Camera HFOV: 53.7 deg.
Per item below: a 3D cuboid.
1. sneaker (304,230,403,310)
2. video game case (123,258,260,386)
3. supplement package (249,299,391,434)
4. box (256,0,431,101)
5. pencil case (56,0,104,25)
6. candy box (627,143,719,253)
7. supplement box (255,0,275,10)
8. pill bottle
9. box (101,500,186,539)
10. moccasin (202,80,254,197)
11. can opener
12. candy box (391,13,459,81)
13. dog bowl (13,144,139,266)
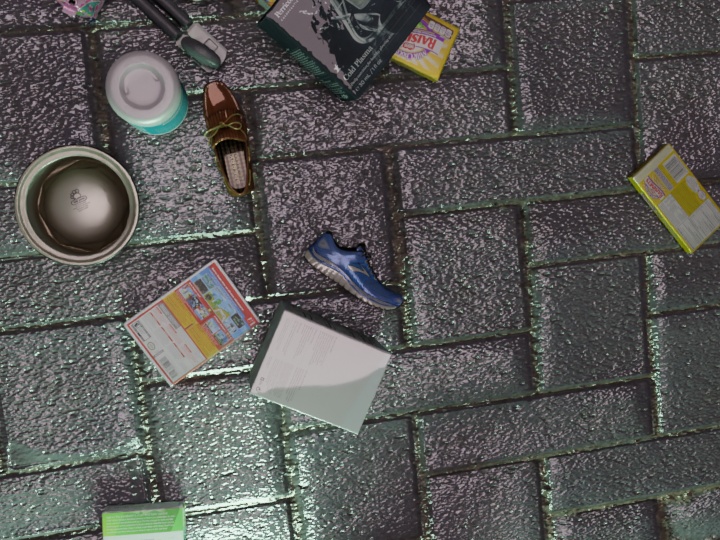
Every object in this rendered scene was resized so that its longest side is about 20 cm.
[{"bbox_3d":[0.000,0.000,1.290,0.200,0.079,0.089,35,91,-10],"label":"sneaker"},{"bbox_3d":[-0.301,0.093,1.281,0.200,0.017,0.143,-36,99,-4],"label":"video game case"},{"bbox_3d":[-0.076,0.165,1.255,0.199,0.151,0.152,23,90,-10],"label":"supplement package"},{"bbox_3d":[-0.029,-0.420,1.173,0.196,0.124,0.200,38,90,-18],"label":"box"},{"bbox_3d":[-0.433,-0.510,1.159,0.087,0.087,0.200,29,101,-10],"label":"pencil case"},{"bbox_3d":[0.626,-0.141,1.403,0.102,0.026,0.200,-42,99,-1],"label":"candy box"},{"bbox_3d":[-0.169,-0.502,1.227,0.200,0.069,0.067,38,91,-13],"label":"supplement box"},{"bbox_3d":[-0.338,-0.280,1.150,0.110,0.200,0.111,-1,94,-8],"label":"pill bottle"},{"bbox_3d":[-0.390,0.524,1.296,0.144,0.036,0.201,-1,96,-9],"label":"box"},{"bbox_3d":[-0.231,-0.227,1.233,0.073,0.078,0.202,-8,96,-8],"label":"moccasin"},{"bbox_3d":[-0.312,-0.421,1.210,0.200,0.067,0.053,42,87,-10],"label":"can opener"},{"bbox_3d":[0.069,-0.430,1.283,0.199,0.026,0.103,23,94,-10],"label":"candy box"},{"bbox_3d":[-0.471,-0.109,1.208,0.199,0.074,0.201,-1,95,-8],"label":"dog bowl"}]
